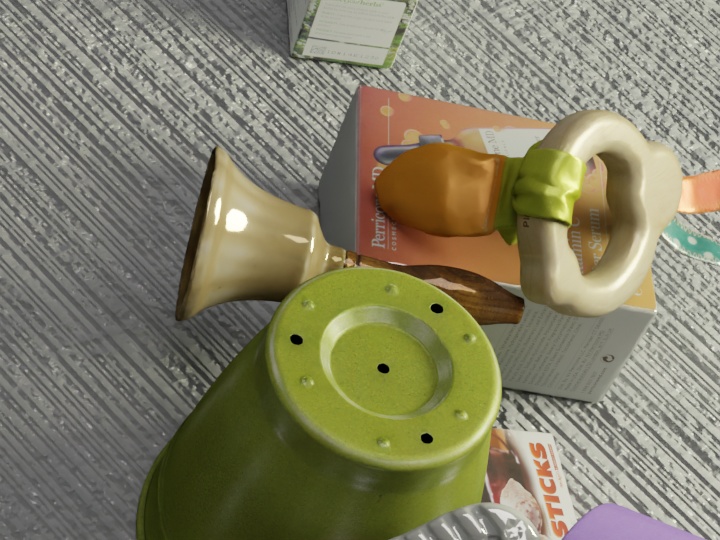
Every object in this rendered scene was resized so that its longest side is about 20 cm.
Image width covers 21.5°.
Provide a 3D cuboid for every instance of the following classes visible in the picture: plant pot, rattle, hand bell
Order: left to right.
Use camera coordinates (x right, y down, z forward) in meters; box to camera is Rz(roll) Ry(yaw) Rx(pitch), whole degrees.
[{"bbox_3d":[-0.009,0.104,1.061,0.200,0.193,0.200,10,51,-12],"label":"plant pot"},{"bbox_3d":[0.000,0.000,1.110,0.200,0.104,0.104,13,50,-8],"label":"hand bell"},{"bbox_3d":[0.132,-0.038,1.191,0.200,0.143,0.130,-19,93,-48],"label":"rattle"}]

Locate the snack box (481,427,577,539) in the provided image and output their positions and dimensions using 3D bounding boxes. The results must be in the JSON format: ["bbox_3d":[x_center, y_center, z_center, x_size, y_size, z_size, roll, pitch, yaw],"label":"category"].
[{"bbox_3d":[0.105,0.185,1.141,0.072,0.024,0.200,8,50,-27],"label":"snack box"}]

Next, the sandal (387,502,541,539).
[{"bbox_3d":[0.000,0.180,0.979,0.202,0.050,0.083,-16,78,1],"label":"sandal"}]

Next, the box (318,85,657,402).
[{"bbox_3d":[0.079,-0.017,1.244,0.200,0.106,0.152,10,51,-12],"label":"box"}]

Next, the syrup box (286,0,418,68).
[{"bbox_3d":[0.008,-0.240,1.334,0.079,0.200,0.081,6,52,-14],"label":"syrup box"}]

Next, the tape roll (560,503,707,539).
[{"bbox_3d":[0.120,0.222,0.953,0.066,0.200,0.200,19,45,25],"label":"tape roll"}]
